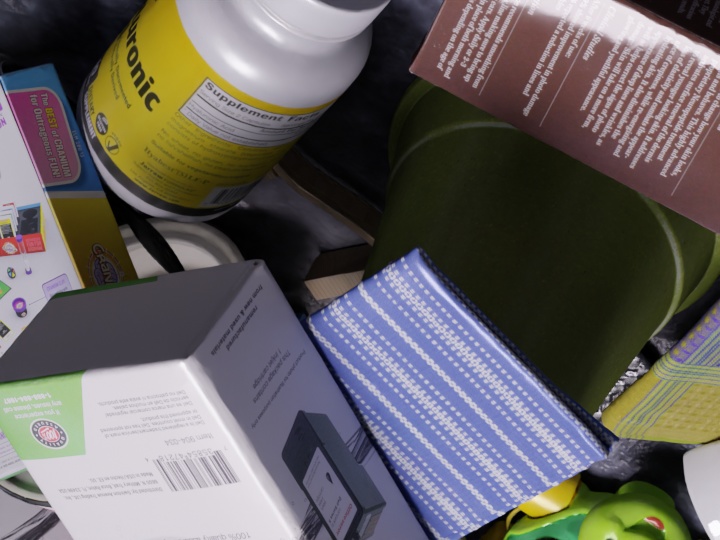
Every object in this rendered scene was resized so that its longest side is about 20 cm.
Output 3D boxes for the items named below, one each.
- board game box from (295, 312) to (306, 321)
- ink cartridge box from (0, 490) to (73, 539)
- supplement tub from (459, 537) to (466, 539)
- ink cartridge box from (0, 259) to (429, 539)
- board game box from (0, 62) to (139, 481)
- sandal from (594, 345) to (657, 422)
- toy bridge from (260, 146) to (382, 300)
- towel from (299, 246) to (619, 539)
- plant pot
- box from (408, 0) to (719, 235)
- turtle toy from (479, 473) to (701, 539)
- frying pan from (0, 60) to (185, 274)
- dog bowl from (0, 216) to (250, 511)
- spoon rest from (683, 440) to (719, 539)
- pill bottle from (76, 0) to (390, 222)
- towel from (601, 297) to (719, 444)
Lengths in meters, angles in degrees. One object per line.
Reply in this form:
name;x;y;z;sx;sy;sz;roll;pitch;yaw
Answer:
board game box;-0.090;0.099;1.673;0.200;0.037;0.151;-7;129;33
ink cartridge box;-0.177;0.195;1.636;0.200;0.084;0.144;32;149;22
supplement tub;0.010;0.227;1.657;0.122;0.123;0.200;23;157;7
ink cartridge box;-0.075;0.104;1.314;0.145;0.084;0.200;-9;122;37
board game box;-0.191;0.006;1.445;0.153;0.040;0.200;-23;88;43
sandal;0.092;0.090;1.549;0.200;0.045;0.075;-29;110;24
toy bridge;0.000;0.000;1.527;0.067;0.027;0.200;-12;125;36
towel;0.018;0.075;1.311;0.145;0.024;0.200;44;136;-12
plant pot;0.074;0.019;1.380;0.200;0.190;0.200;16;139;15
box;0.138;-0.105;1.299;0.200;0.075;0.100;29;130;2
turtle toy;0.145;0.189;1.580;0.146;0.101;0.200;28;140;2
frying pan;-0.143;-0.047;1.479;0.031;0.115;0.190;-44;70;10
dog bowl;-0.130;0.069;1.555;0.200;0.200;0.074;-3;145;32
spoon rest;0.256;0.167;1.496;0.099;0.061;0.200;-22;135;38
pill bottle;-0.062;-0.117;1.380;0.111;0.111;0.200;37;138;-9
towel;0.229;0.044;1.401;0.143;0.023;0.200;8;146;-21
